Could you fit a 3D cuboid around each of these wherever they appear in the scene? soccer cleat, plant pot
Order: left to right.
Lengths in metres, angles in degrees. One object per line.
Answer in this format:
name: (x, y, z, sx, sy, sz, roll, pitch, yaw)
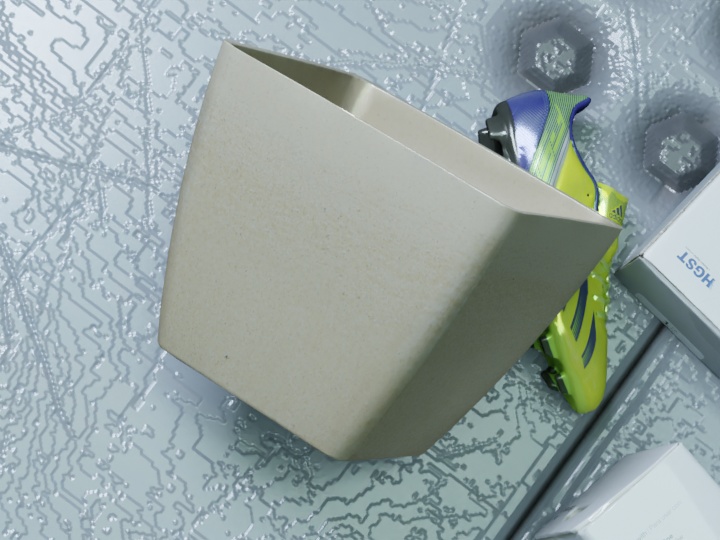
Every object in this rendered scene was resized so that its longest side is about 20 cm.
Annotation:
plant pot: (0.000, 0.000, 1.464, 0.200, 0.200, 0.177, 31, 101, 21)
soccer cleat: (0.131, -0.014, 1.558, 0.084, 0.065, 0.200, -12, 83, -9)

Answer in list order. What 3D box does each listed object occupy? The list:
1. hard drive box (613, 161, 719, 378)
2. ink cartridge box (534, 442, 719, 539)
hard drive box: (0.283, -0.020, 1.571, 0.156, 0.077, 0.200, 45, 79, 1)
ink cartridge box: (0.205, 0.204, 1.496, 0.087, 0.145, 0.200, -42, 88, -11)
